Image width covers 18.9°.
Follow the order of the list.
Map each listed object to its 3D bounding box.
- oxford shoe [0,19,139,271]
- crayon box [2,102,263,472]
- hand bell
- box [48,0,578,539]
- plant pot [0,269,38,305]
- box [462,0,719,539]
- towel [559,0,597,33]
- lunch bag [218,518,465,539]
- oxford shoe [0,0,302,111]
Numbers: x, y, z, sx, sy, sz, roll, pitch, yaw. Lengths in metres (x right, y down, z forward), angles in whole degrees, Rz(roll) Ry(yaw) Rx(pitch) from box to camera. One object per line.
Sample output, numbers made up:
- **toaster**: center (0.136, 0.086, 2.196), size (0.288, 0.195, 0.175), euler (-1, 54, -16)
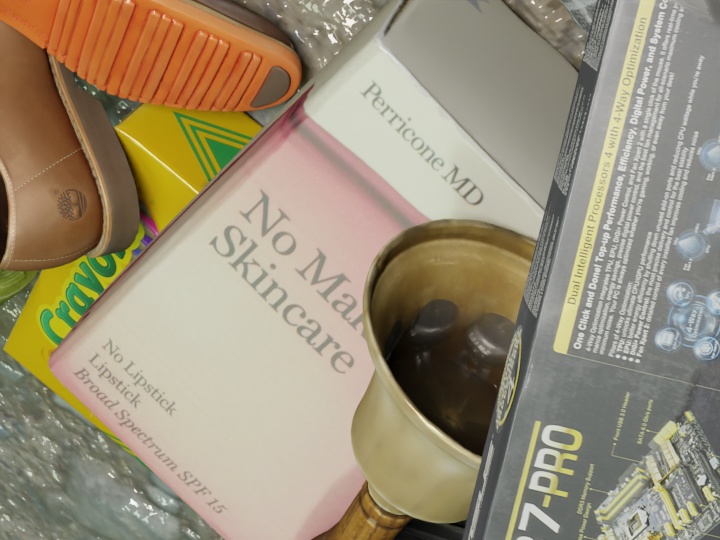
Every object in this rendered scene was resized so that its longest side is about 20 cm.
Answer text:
- **oxford shoe**: center (-0.167, -0.090, 0.914), size (0.200, 0.071, 0.071), euler (61, 146, 15)
- **crayon box**: center (-0.060, 0.028, 0.993), size (0.172, 0.058, 0.200), euler (38, 141, 2)
- **hand bell**: center (0.007, 0.083, 0.764), size (0.104, 0.104, 0.200), euler (37, 133, 2)
- **box**: center (0.000, 0.000, 0.822), size (0.128, 0.109, 0.200), euler (44, 120, -6)
- **plant pot**: center (-0.250, -0.016, 1.026), size (0.190, 0.200, 0.200), euler (-20, 114, 34)
- **box**: center (0.128, 0.017, 0.628), size (0.161, 0.049, 0.201), euler (12, 100, -4)
- **towel**: center (0.120, -0.143, 0.654), size (0.166, 0.086, 0.200), euler (48, 141, -12)
- **lunch bag**: center (0.039, 0.173, 0.938), size (0.164, 0.200, 0.118), euler (25, 109, -37)
- **oxford shoe**: center (-0.111, -0.127, 0.877), size (0.199, 0.073, 0.071), euler (23, 146, -13)
